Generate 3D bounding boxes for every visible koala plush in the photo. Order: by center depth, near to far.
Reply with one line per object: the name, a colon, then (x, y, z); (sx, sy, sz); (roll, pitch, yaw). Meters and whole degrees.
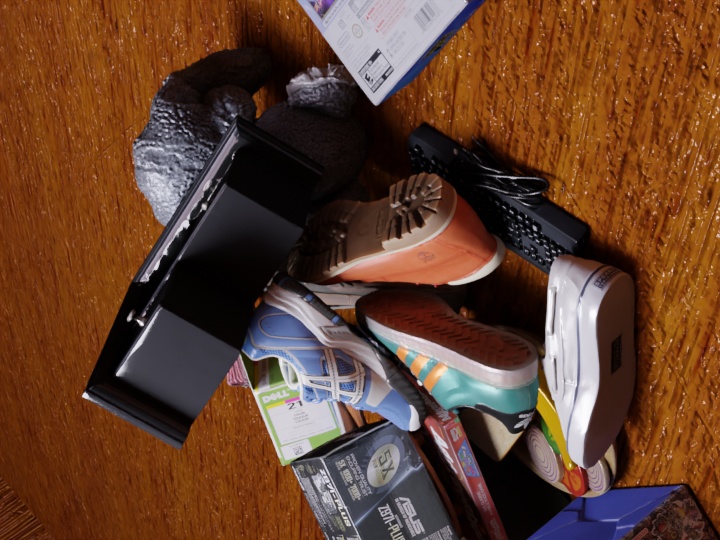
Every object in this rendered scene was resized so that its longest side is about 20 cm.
koala plush: (-0.082, -0.107, 1.397); (0.200, 0.184, 0.178); (4, 106, 25)

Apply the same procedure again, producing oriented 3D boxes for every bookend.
bookend: (-0.126, 0.007, 1.277); (0.092, 0.200, 0.199); (30, 116, -11)

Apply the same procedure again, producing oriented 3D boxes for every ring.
ring: (0.042, 0.181, 1.504); (0.200, 0.019, 0.200); (52, 164, 21)

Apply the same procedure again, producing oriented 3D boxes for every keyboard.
keyboard: (0.101, -0.055, 1.267); (0.200, 0.040, 0.104); (35, 149, 35)

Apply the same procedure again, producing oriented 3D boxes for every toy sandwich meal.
toy sandwich meal: (0.142, 0.131, 1.382); (0.205, 0.070, 0.205); (41, 151, 28)

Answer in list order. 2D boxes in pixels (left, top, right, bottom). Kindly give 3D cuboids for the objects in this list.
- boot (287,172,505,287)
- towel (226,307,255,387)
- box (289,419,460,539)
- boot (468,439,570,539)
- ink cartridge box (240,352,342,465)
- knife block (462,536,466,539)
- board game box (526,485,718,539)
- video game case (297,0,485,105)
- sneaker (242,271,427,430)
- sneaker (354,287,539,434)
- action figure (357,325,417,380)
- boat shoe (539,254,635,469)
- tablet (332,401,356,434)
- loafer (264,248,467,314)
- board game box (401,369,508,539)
boot: (0.027, -0.013, 1.309); (0.200, 0.075, 0.107); (-14, 144, 44)
towel: (-0.134, 0.060, 1.690); (0.200, 0.023, 0.144); (47, -152, -81)
box: (0.025, 0.248, 1.450); (0.200, 0.086, 0.164); (64, 165, 3)
boot: (0.155, 0.229, 1.504); (0.200, 0.074, 0.075); (51, 175, 16)
ink cartridge box: (-0.081, 0.081, 1.631); (0.148, 0.076, 0.200); (-98, -9, -62)
knife block: (0.102, 0.324, 1.576); (0.175, 0.200, 0.064); (-10, 116, 30)
board game box: (0.258, 0.299, 1.352); (0.200, 0.097, 0.159); (58, 155, -5)
video game case: (0.006, -0.246, 1.194); (0.181, 0.045, 0.200); (53, 155, 2)
sneaker: (-0.022, 0.084, 1.334); (0.200, 0.077, 0.076); (40, 179, -26)
sneaker: (0.069, 0.078, 1.310); (0.200, 0.071, 0.080); (26, 130, 43)
action figure: (0.038, 0.118, 1.555); (0.130, 0.069, 0.200); (36, 152, 25)
boat shoe: (0.180, 0.071, 1.248); (0.065, 0.074, 0.200); (28, 133, 34)
tablet: (-0.005, 0.174, 1.631); (0.130, 0.014, 0.200); (40, -147, -80)
loafer: (0.000, 0.000, 1.399); (0.200, 0.072, 0.063); (14, 137, -5)
board game box: (0.088, 0.191, 1.446); (0.103, 0.019, 0.200); (36, 154, 53)
